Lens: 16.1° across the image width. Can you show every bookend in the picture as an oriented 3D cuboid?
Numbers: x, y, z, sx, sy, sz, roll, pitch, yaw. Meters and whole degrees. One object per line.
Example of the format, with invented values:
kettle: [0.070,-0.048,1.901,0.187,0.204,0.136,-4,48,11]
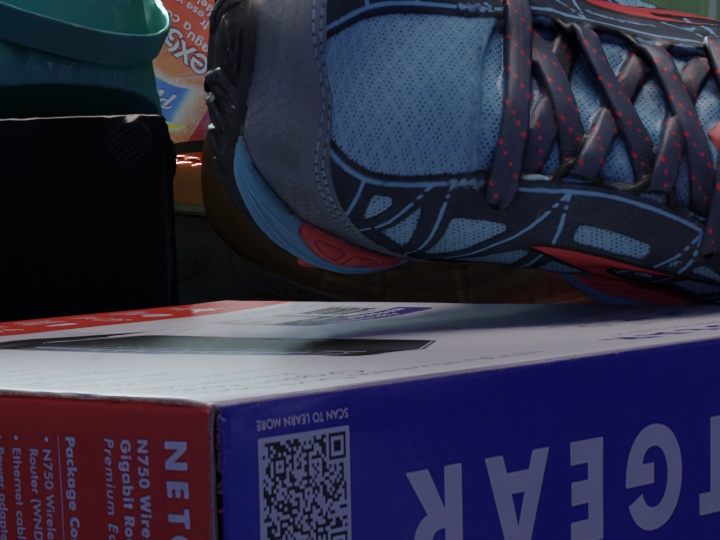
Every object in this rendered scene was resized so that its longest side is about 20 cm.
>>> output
bookend: [-0.148,0.009,0.704,0.199,0.092,0.200,-2,1,-3]

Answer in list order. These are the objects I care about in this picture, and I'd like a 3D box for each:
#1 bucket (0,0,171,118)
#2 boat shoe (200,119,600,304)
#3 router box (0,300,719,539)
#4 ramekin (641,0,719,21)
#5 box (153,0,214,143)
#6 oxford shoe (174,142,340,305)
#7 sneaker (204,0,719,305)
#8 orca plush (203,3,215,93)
bucket: [-0.160,-0.092,0.791,0.207,0.135,0.207,-15,-8,-2]
boat shoe: [0.057,-0.021,0.661,0.201,0.073,0.063,-2,-9,20]
router box: [-0.025,0.036,0.460,0.179,0.049,0.200,0,3,38]
ramekin: [0.124,-0.075,0.773,0.200,0.098,0.200,2,-4,0]
box: [-0.128,-0.055,1.115,0.103,0.095,0.200,-45,2,-29]
oxford shoe: [0.000,0.000,0.929,0.071,0.073,0.200,-11,18,-42]
sneaker: [0.057,-0.033,0.513,0.095,0.079,0.200,2,-5,43]
orca plush: [-0.016,-0.129,1.008,0.105,0.071,0.200,-11,27,40]
